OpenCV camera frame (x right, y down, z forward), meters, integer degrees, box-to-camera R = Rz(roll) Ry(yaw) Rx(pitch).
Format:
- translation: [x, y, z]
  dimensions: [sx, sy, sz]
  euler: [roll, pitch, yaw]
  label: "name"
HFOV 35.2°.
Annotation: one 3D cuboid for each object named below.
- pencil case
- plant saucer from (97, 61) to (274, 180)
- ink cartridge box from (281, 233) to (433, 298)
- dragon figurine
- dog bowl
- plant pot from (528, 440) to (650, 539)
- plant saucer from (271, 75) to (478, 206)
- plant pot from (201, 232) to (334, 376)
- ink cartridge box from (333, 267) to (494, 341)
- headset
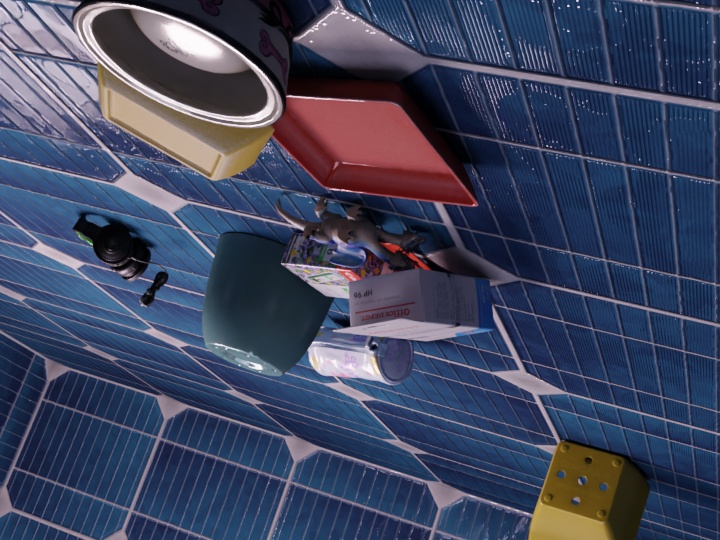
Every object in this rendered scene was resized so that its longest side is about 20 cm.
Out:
- translation: [-0.001, 0.140, 1.884]
  dimensions: [0.090, 0.085, 0.198]
  euler: [12, 173, -37]
  label: "pencil case"
- translation: [-0.196, -0.160, 1.182]
  dimensions: [0.198, 0.049, 0.200]
  euler: [30, 169, -8]
  label: "plant saucer"
- translation: [0.000, 0.000, 1.520]
  dimensions: [0.198, 0.051, 0.109]
  euler: [6, 159, 42]
  label: "ink cartridge box"
- translation: [-0.018, -0.041, 1.395]
  dimensions: [0.197, 0.060, 0.099]
  euler: [7, 159, 35]
  label: "dragon figurine"
- translation: [-0.146, -0.207, 0.993]
  dimensions: [0.197, 0.075, 0.200]
  euler: [19, 165, 5]
  label: "dog bowl"
- translation: [0.435, 0.442, 2.187]
  dimensions: [0.197, 0.202, 0.177]
  euler: [13, 152, 24]
  label: "plant pot"
- translation: [0.001, -0.133, 1.119]
  dimensions: [0.197, 0.037, 0.199]
  euler: [9, 160, 33]
  label: "plant saucer"
- translation: [-0.147, 0.062, 1.700]
  dimensions: [0.197, 0.163, 0.201]
  euler: [18, 164, 5]
  label: "plant pot"
- translation: [0.065, 0.043, 1.404]
  dimensions: [0.115, 0.069, 0.199]
  euler: [-12, 167, 37]
  label: "ink cartridge box"
- translation: [-0.401, -0.016, 1.878]
  dimensions: [0.198, 0.095, 0.124]
  euler: [26, 168, 25]
  label: "headset"
